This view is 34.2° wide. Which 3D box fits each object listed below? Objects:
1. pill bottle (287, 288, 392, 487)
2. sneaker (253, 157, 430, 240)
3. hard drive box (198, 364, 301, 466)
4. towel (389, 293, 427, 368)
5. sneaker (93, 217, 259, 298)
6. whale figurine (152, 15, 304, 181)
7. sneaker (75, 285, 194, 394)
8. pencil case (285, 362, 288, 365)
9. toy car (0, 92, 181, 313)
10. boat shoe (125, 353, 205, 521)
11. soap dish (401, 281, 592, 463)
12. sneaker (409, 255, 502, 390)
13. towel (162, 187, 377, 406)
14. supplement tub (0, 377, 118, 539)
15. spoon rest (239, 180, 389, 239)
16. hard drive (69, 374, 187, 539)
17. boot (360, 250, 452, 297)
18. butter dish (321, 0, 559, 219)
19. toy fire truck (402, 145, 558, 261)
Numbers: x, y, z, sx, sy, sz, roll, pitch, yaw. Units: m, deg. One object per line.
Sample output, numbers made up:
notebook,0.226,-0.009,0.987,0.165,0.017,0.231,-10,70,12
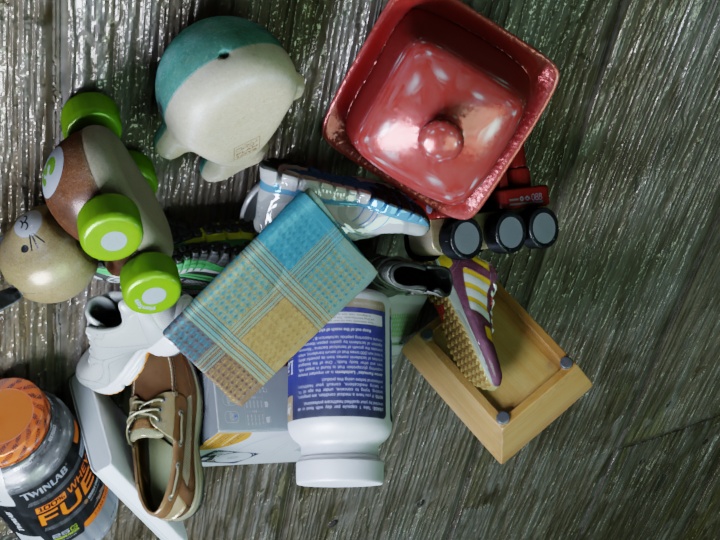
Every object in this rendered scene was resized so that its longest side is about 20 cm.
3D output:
pill bottle,-0.022,0.127,1.254,0.113,0.204,0.116,0,165,0
sneaker,-0.022,-0.053,1.212,0.197,0.075,0.088,12,109,-22
hard drive box,-0.106,0.169,1.358,0.197,0.078,0.156,1,157,-29
towel,0.005,0.091,1.468,0.147,0.031,0.202,-2,128,-35
sneaker,-0.183,0.001,1.188,0.196,0.079,0.086,3,130,-21
whale figurine,-0.130,-0.160,1.098,0.157,0.105,0.200,-28,164,-12
sneaker,-0.251,0.060,1.190,0.091,0.077,0.199,27,140,-30
pencil case,-0.108,0.068,1.322,0.198,0.089,0.089,9,122,-44
toy car,-0.281,-0.031,1.054,0.197,0.166,0.159,-23,140,3
boat shoe,-0.212,0.166,1.250,0.074,0.204,0.074,-15,169,21
soap dish,0.169,0.114,1.463,0.156,0.200,0.082,-36,154,-13
sneaker,0.138,0.041,1.401,0.089,0.203,0.075,-22,174,-20
towel,-0.087,0.029,1.160,0.200,0.022,0.147,-44,134,-5
supplement tub,-0.344,0.211,1.248,0.121,0.123,0.202,-29,140,-10
spoon rest,-0.041,-0.064,1.264,0.197,0.061,0.100,-3,129,-36
hard drive,-0.257,0.216,1.309,0.026,0.133,0.201,-27,140,-1
boot,0.000,0.000,1.292,0.198,0.130,0.069,4,87,-40
butter dish,0.078,-0.150,1.160,0.197,0.148,0.202,29,113,-10
toy fire truck,0.139,-0.119,1.322,0.173,0.128,0.204,-8,93,-31
